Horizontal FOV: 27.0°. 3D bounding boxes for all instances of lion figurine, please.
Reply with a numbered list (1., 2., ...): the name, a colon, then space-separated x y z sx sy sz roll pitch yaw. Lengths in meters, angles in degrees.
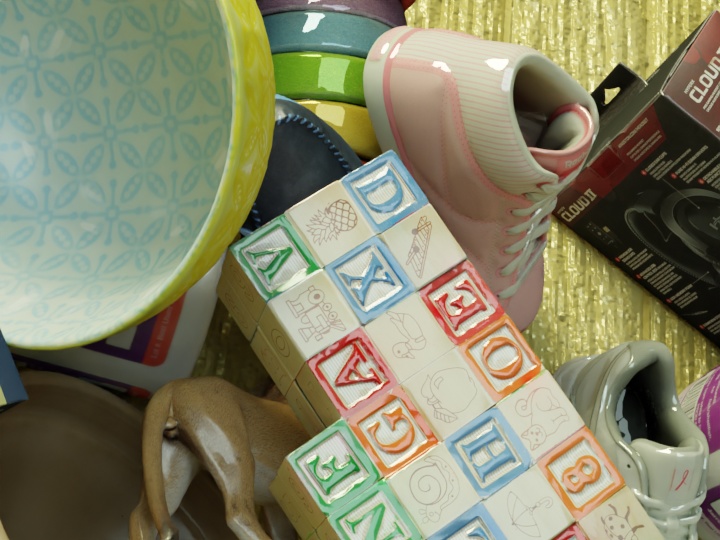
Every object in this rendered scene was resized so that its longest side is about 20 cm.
1. lion figurine: -0.050 0.085 0.690 0.072 0.200 0.124 -21 66 15

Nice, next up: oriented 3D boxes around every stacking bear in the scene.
1. stacking bear: -0.024 -0.075 0.812 0.120 0.114 0.203 3 78 4

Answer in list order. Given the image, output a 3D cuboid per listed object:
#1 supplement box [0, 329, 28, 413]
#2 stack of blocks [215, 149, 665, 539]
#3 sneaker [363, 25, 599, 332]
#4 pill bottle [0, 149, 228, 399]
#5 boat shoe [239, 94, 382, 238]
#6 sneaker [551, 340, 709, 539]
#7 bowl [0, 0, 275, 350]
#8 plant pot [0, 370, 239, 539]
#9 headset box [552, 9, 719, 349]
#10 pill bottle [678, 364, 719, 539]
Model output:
1. supplement box: -0.272 0.036 0.546 0.135 0.198 0.200 66 20 6
2. stack of blocks: 0.019 0.066 0.628 0.115 0.059 0.201 -31 80 -20
3. sneaker: 0.080 -0.037 0.782 0.076 0.104 0.201 -52 133 -34
4. pill bottle: -0.170 -0.013 0.729 0.198 0.111 0.113 16 64 -13
5. boat shoe: 0.000 0.000 0.729 0.084 0.069 0.201 -38 127 -3
6. sneaker: 0.148 0.130 0.790 0.077 0.099 0.202 -3 69 -20
7. bowl: -0.109 -0.072 0.633 0.201 0.200 0.107 58 26 10
8. plant pot: -0.122 0.150 0.665 0.093 0.201 0.201 -40 84 15
9. headset box: 0.212 -0.041 0.858 0.199 0.149 0.077 39 60 0
10. pill bottle: 0.251 0.078 0.792 0.111 0.200 0.114 7 66 -17
